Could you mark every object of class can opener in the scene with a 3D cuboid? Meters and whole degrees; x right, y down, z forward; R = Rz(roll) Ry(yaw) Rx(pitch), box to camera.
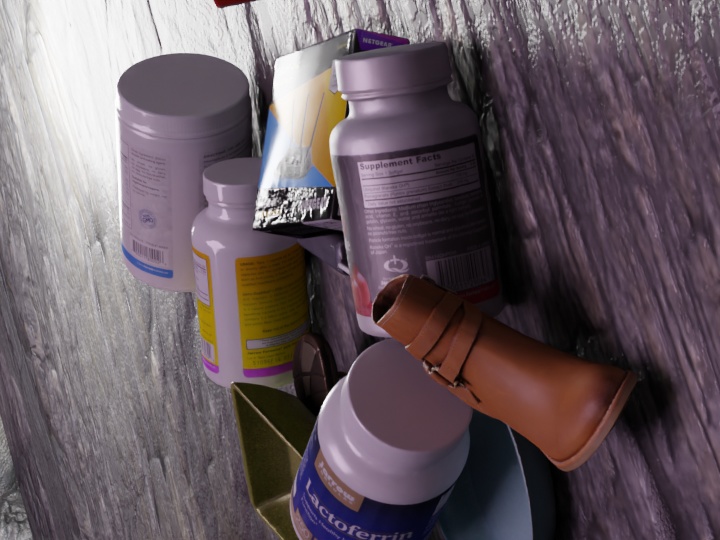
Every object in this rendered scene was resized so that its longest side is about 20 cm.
[{"bbox_3d":[0.000,0.000,1.762,0.200,0.053,0.067,-147,48,-64],"label":"can opener"}]

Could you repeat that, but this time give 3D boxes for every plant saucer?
[{"bbox_3d":[-0.030,0.204,1.873,0.200,0.048,0.200,44,155,33],"label":"plant saucer"},{"bbox_3d":[0.099,0.153,1.607,0.200,0.036,0.201,168,90,-71],"label":"plant saucer"}]

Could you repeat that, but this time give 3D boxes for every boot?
[{"bbox_3d":[0.088,0.059,1.409,0.155,0.074,0.200,37,166,-10],"label":"boot"}]

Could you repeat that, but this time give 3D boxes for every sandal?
[{"bbox_3d":[-0.008,0.136,1.878,0.082,0.054,0.200,26,141,60],"label":"sandal"}]

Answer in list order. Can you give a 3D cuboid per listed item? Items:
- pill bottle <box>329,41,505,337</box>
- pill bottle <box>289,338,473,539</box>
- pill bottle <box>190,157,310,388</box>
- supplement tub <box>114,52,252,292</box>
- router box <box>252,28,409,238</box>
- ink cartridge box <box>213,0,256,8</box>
[{"bbox_3d":[0.037,-0.060,1.539,0.111,0.110,0.201,-166,65,-68],"label":"pill bottle"},{"bbox_3d":[0.017,0.140,1.600,0.200,0.115,0.116,109,144,-56],"label":"pill bottle"},{"bbox_3d":[-0.101,0.002,1.965,0.104,0.104,0.201,-138,41,-59],"label":"pill bottle"},{"bbox_3d":[-0.168,-0.093,2.054,0.132,0.132,0.201,-127,32,-49],"label":"supplement tub"},{"bbox_3d":[-0.026,-0.105,1.709,0.200,0.051,0.150,175,104,-69],"label":"router box"},{"bbox_3d":[-0.056,-0.277,1.570,0.200,0.173,0.044,-121,27,-42],"label":"ink cartridge box"}]
